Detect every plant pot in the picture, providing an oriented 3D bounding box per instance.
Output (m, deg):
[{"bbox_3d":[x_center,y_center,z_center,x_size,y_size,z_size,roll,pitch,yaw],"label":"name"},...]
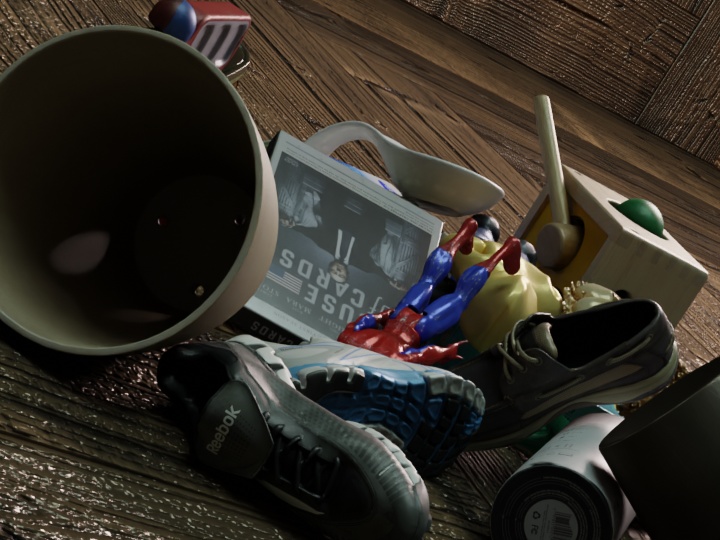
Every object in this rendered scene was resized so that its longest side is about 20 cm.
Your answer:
[{"bbox_3d":[-0.124,-0.033,1.175,0.187,0.188,0.200,35,1,15],"label":"plant pot"}]

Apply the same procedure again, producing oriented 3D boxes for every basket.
[{"bbox_3d":[0.251,0.162,1.211,0.201,0.136,0.180,56,24,2],"label":"basket"}]

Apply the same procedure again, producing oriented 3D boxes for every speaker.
[{"bbox_3d":[0.146,0.149,1.289,0.081,0.081,0.200,34,13,10],"label":"speaker"}]

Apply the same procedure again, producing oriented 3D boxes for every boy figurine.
[{"bbox_3d":[0.112,0.016,1.503,0.124,0.065,0.200,34,15,-10],"label":"boy figurine"}]

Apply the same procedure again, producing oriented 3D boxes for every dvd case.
[{"bbox_3d":[-0.019,-0.004,1.411,0.150,0.025,0.201,29,38,-12],"label":"dvd case"}]

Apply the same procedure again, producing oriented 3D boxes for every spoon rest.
[{"bbox_3d":[0.030,-0.087,1.601,0.199,0.061,0.099,11,-9,35],"label":"spoon rest"}]

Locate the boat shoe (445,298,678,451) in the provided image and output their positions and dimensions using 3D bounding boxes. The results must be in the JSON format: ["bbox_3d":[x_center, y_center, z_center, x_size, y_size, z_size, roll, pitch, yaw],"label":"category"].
[{"bbox_3d":[0.123,0.062,1.339,0.075,0.199,0.074,-115,-170,-45],"label":"boat shoe"}]

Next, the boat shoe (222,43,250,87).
[{"bbox_3d":[-0.171,-0.146,1.661,0.072,0.068,0.200,46,38,16],"label":"boat shoe"}]

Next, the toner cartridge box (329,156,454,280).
[{"bbox_3d":[0.031,-0.030,1.743,0.095,0.043,0.200,22,17,-40],"label":"toner cartridge box"}]

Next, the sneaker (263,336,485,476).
[{"bbox_3d":[0.000,0.076,1.248,0.199,0.075,0.087,18,13,-46],"label":"sneaker"}]

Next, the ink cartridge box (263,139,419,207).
[{"bbox_3d":[-0.064,-0.061,1.606,0.145,0.048,0.200,23,-12,-31],"label":"ink cartridge box"}]

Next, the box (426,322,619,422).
[{"bbox_3d":[0.149,0.100,1.535,0.199,0.049,0.082,31,13,-7],"label":"box"}]

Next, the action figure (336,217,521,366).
[{"bbox_3d":[0.040,0.036,1.351,0.065,0.052,0.200,29,44,22],"label":"action figure"}]

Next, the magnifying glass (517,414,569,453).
[{"bbox_3d":[0.152,0.133,1.437,0.199,0.023,0.079,31,-21,-26],"label":"magnifying glass"}]

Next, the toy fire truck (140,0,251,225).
[{"bbox_3d":[-0.158,-0.123,1.382,0.112,0.169,0.200,34,14,11],"label":"toy fire truck"}]

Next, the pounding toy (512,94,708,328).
[{"bbox_3d":[0.190,-0.014,1.704,0.142,0.201,0.184,25,15,-25],"label":"pounding toy"}]

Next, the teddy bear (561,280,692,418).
[{"bbox_3d":[0.219,0.089,1.466,0.200,0.067,0.145,44,9,-19],"label":"teddy bear"}]

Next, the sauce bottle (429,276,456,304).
[{"bbox_3d":[0.000,0.000,1.521,0.199,0.066,0.066,17,20,-43],"label":"sauce bottle"}]

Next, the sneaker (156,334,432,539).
[{"bbox_3d":[-0.047,0.099,1.082,0.090,0.067,0.200,11,21,-50],"label":"sneaker"}]
